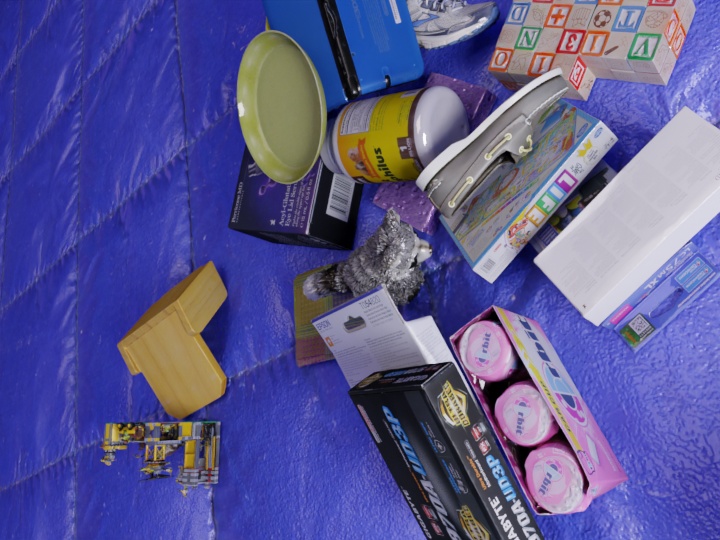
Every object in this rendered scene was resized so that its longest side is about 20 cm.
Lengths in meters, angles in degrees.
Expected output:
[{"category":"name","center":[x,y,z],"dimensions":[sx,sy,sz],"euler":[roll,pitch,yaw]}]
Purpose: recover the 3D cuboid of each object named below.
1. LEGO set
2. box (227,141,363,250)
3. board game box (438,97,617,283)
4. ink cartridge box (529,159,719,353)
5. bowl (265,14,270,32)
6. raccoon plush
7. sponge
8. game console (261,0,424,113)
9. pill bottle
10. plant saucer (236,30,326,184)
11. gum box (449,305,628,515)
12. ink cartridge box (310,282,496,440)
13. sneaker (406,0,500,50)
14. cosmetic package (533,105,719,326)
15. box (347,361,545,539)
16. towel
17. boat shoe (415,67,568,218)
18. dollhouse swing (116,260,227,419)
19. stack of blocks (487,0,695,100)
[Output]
[{"category":"LEGO set","center":[-0.321,0.308,0.983],"dimensions":[0.150,0.200,0.119],"euler":[-6,75,18]},{"category":"box","center":[-0.100,-0.120,0.946],"dimensions":[0.196,0.103,0.152],"euler":[5,82,41]},{"category":"board game box","center":[0.183,-0.102,0.700],"dimensions":[0.201,0.034,0.135],"euler":[-51,27,18]},{"category":"ink cartridge box","center":[0.263,-0.029,0.646],"dimensions":[0.120,0.041,0.202],"euler":[-48,54,22]},{"category":"bowl","center":[-0.093,-0.321,0.976],"dimensions":[0.104,0.201,0.206],"euler":[-1,73,-3]},{"category":"raccoon plush","center":[0.000,0.000,0.775],"dimensions":[0.196,0.134,0.099],"euler":[-24,67,10]},{"category":"sponge","center":[0.098,-0.163,0.833],"dimensions":[0.111,0.029,0.204],"euler":[32,101,43]},{"category":"game console","center":[-0.027,-0.334,0.843],"dimensions":[0.118,0.167,0.205],"euler":[180,72,-73]},{"category":"pill bottle","center":[0.037,-0.173,0.796],"dimensions":[0.197,0.108,0.113],"euler":[4,81,44]},{"category":"plant saucer","center":[-0.107,-0.226,0.845],"dimensions":[0.197,0.031,0.206],"euler":[21,119,42]},{"category":"gum box","center":[0.183,0.145,0.619],"dimensions":[0.066,0.112,0.203],"euler":[-40,56,25]},{"category":"ink cartridge box","center":[0.040,0.118,0.695],"dimensions":[0.203,0.040,0.199],"euler":[61,149,-1]},{"category":"sneaker","center":[0.097,-0.352,0.830],"dimensions":[0.196,0.077,0.087],"euler":[6,121,41]},{"category":"cosmetic package","center":[0.271,-0.048,0.584],"dimensions":[0.200,0.050,0.083],"euler":[-48,49,17]},{"category":"box","center":[0.081,0.195,0.612],"dimensions":[0.204,0.045,0.158],"euler":[62,151,-3]},{"category":"towel","center":[-0.030,0.057,0.891],"dimensions":[0.197,0.023,0.148],"euler":[-17,67,37]},{"category":"boat shoe","center":[0.155,-0.142,0.679],"dimensions":[0.200,0.072,0.061],"euler":[-39,81,8]},{"category":"dollhouse swing","center":[-0.310,0.131,1.111],"dimensions":[0.198,0.177,0.183],"euler":[-31,18,31]},{"category":"stack of blocks","center":[0.259,-0.264,0.698],"dimensions":[0.198,0.058,0.118],"euler":[24,95,42]}]
